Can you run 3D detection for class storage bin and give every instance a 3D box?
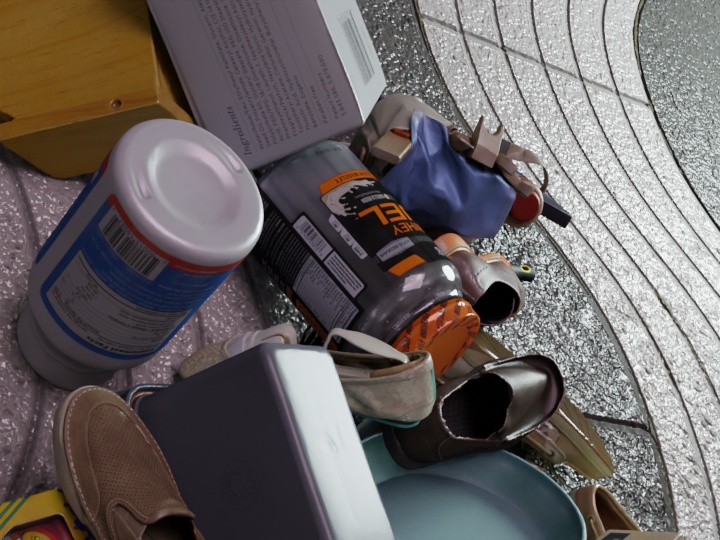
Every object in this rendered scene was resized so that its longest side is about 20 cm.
[{"bbox_3d":[-0.061,0.149,0.874,0.145,0.134,0.202,10,56,-57],"label":"storage bin"}]

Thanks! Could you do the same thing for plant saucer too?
[{"bbox_3d":[0.077,0.191,1.009,0.197,0.036,0.200,14,21,-5],"label":"plant saucer"}]

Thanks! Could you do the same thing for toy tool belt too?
[{"bbox_3d":[0.088,-0.079,1.149,0.198,0.126,0.123,21,9,-15],"label":"toy tool belt"}]

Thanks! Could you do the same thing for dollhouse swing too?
[{"bbox_3d":[-0.207,-0.157,1.096,0.179,0.176,0.202,-13,60,-1],"label":"dollhouse swing"}]

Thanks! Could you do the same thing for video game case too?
[{"bbox_3d":[0.109,-0.114,1.301,0.198,0.019,0.143,25,13,-24],"label":"video game case"}]

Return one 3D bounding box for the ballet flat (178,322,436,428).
[{"bbox_3d":[-0.039,0.068,0.972,0.197,0.063,0.068,8,23,5],"label":"ballet flat"}]

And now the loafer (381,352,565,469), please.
[{"bbox_3d":[0.109,0.114,1.051,0.199,0.071,0.074,-18,85,-42],"label":"loafer"}]

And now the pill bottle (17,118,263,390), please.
[{"bbox_3d":[-0.160,-0.002,0.882,0.111,0.200,0.113,23,46,-26],"label":"pill bottle"}]

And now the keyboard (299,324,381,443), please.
[{"bbox_3d":[-0.034,0.103,1.036,0.104,0.040,0.200,50,39,2],"label":"keyboard"}]

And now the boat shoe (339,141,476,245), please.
[{"bbox_3d":[0.050,-0.087,1.240,0.198,0.069,0.072,18,50,-30],"label":"boat shoe"}]

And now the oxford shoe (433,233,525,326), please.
[{"bbox_3d":[0.113,0.027,1.166,0.073,0.072,0.199,44,12,26],"label":"oxford shoe"}]

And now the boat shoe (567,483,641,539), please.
[{"bbox_3d":[0.245,0.272,1.124,0.200,0.069,0.074,48,40,0],"label":"boat shoe"}]

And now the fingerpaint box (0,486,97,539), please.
[{"bbox_3d":[-0.184,0.239,0.763,0.166,0.073,0.202,-8,65,-46],"label":"fingerpaint box"}]

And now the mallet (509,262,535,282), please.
[{"bbox_3d":[0.099,-0.014,1.256,0.199,0.041,0.066,-1,57,-48],"label":"mallet"}]

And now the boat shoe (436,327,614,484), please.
[{"bbox_3d":[0.149,0.130,1.170,0.200,0.063,0.073,41,14,-12],"label":"boat shoe"}]

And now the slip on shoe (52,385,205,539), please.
[{"bbox_3d":[-0.128,0.154,0.782,0.075,0.061,0.202,3,55,-44],"label":"slip on shoe"}]

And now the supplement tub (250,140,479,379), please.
[{"bbox_3d":[0.000,0.000,1.056,0.122,0.123,0.200,-16,57,-47],"label":"supplement tub"}]

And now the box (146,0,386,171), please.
[{"bbox_3d":[-0.078,-0.208,1.080,0.199,0.129,0.202,-70,139,-72],"label":"box"}]

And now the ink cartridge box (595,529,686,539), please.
[{"bbox_3d":[0.195,0.321,0.974,0.164,0.074,0.203,-19,100,-49],"label":"ink cartridge box"}]
